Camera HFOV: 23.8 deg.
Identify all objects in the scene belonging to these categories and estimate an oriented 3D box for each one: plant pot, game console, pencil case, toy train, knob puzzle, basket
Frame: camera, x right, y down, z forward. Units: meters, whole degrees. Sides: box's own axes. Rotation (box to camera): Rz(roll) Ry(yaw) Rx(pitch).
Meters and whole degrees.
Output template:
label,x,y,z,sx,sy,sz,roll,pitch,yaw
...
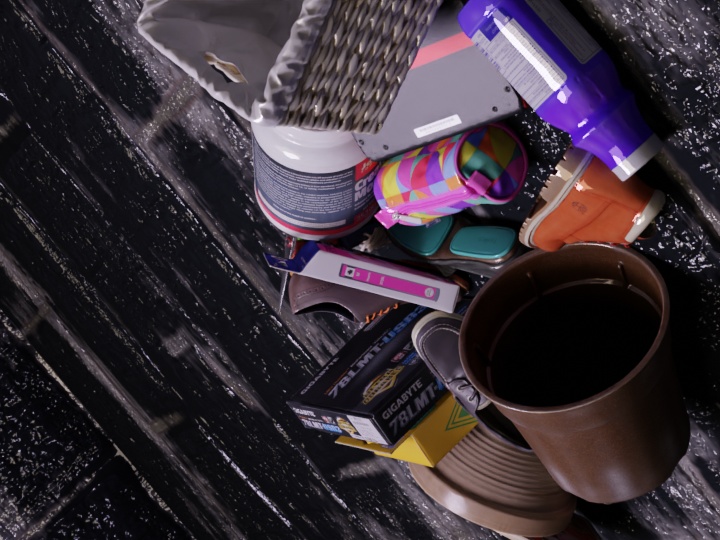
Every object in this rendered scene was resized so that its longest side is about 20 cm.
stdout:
label,x,y,z,sx,sy,sz,roll,pitch,yaw
plant pot,0.221,0.107,1.630,0.200,0.200,0.198,27,158,42
plant pot,0.162,0.210,1.950,0.201,0.201,0.093,33,113,34
game console,0.041,-0.198,1.557,0.200,0.031,0.177,-16,113,42
pencil case,0.085,-0.090,1.675,0.088,0.088,0.200,52,156,-9
toy train,-0.021,-0.076,1.914,0.200,0.085,0.116,-12,102,61
knob puzzle,0.207,0.283,1.991,0.219,0.030,0.220,23,-168,-5
basket,-0.052,-0.238,1.453,0.161,0.200,0.198,8,-155,-47

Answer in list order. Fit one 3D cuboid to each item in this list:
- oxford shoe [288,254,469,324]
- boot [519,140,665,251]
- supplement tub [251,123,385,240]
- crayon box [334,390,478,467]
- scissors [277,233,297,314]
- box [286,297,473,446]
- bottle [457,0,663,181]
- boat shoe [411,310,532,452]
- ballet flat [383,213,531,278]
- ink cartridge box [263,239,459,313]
label,x,y,z,sx,sy,sz,roll,pitch,yaw
oxford shoe,0.019,0.028,1.885,0.200,0.073,0.071,4,161,1
boot,0.209,-0.048,1.540,0.107,0.075,0.200,31,163,3
supplement tub,-0.042,-0.135,1.757,0.140,0.140,0.200,40,157,19
crayon box,0.082,0.151,1.914,0.052,0.200,0.126,56,156,-19
scissors,-0.079,-0.047,1.935,0.073,0.014,0.200,48,133,35
box,0.039,0.107,1.921,0.050,0.200,0.198,56,157,-21
bottle,0.170,-0.163,1.426,0.200,0.065,0.084,48,156,1
boat shoe,0.132,0.120,1.814,0.200,0.072,0.065,47,-171,-28
ballet flat,0.103,-0.022,1.781,0.200,0.068,0.068,22,159,47
ink cartridge box,0.000,0.000,1.799,0.200,0.037,0.095,12,-173,-9
